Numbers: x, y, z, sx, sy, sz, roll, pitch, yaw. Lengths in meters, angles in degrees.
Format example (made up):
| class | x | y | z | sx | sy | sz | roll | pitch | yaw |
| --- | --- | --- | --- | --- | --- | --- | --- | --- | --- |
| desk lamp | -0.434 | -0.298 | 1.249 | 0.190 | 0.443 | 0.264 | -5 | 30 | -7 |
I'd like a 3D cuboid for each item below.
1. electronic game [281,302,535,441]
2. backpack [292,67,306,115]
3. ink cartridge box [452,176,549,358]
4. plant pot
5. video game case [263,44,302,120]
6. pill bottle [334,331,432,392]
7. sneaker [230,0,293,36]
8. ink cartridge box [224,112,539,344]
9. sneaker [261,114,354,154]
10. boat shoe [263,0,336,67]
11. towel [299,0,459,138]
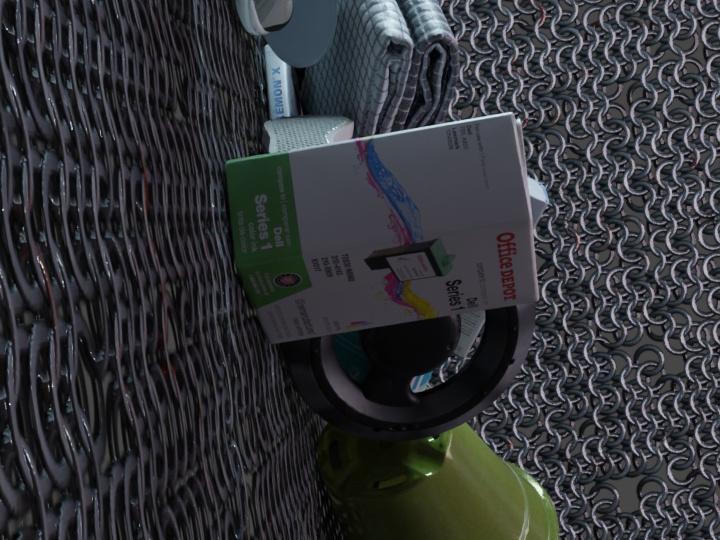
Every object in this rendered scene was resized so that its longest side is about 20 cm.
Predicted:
| class | x | y | z | sx | sy | sz | roll | pitch | yaw |
| --- | --- | --- | --- | --- | --- | --- | --- | --- | --- |
| electronic game | 0.038 | 0.044 | 1.440 | 0.042 | 0.200 | 0.200 | -115 | -168 | -60 |
| backpack | -0.022 | -0.242 | 1.754 | 0.127 | 0.167 | 0.200 | 61 | -3 | 27 |
| ink cartridge box | 0.066 | -0.014 | 1.716 | 0.200 | 0.136 | 0.076 | -63 | -177 | 13 |
| plant pot | 0.050 | 0.197 | 1.627 | 0.190 | 0.200 | 0.200 | 59 | 19 | -45 |
| video game case | -0.056 | -0.071 | 1.674 | 0.200 | 0.022 | 0.183 | 78 | 5 | -56 |
| pill bottle | 0.028 | 0.012 | 1.511 | 0.111 | 0.111 | 0.200 | -94 | -159 | -57 |
| sneaker | -0.067 | -0.238 | 1.430 | 0.200 | 0.079 | 0.074 | 75 | 5 | -73 |
| ink cartridge box | 0.019 | -0.026 | 1.286 | 0.145 | 0.200 | 0.084 | 73 | 8 | -65 |
| sneaker | -0.046 | -0.059 | 1.508 | 0.201 | 0.072 | 0.115 | -71 | 161 | -71 |
| boat shoe | -0.071 | -0.272 | 1.584 | 0.086 | 0.074 | 0.202 | -101 | 172 | -79 |
| towel | 0.019 | -0.167 | 1.608 | 0.166 | 0.085 | 0.200 | -110 | -156 | -43 |
